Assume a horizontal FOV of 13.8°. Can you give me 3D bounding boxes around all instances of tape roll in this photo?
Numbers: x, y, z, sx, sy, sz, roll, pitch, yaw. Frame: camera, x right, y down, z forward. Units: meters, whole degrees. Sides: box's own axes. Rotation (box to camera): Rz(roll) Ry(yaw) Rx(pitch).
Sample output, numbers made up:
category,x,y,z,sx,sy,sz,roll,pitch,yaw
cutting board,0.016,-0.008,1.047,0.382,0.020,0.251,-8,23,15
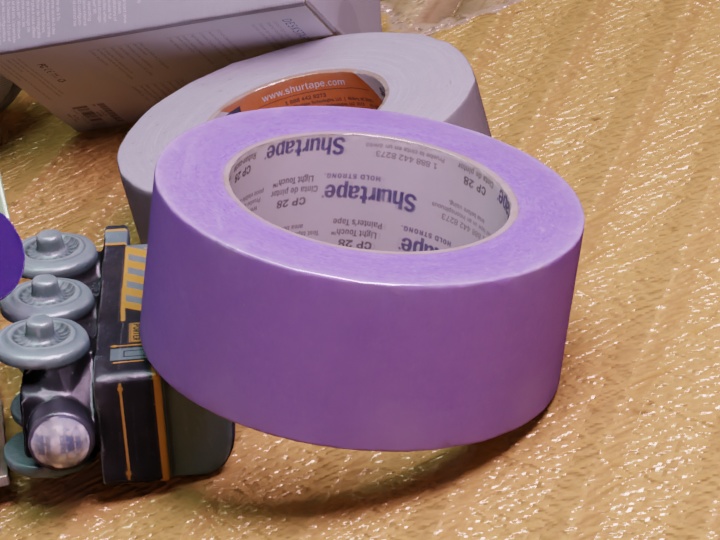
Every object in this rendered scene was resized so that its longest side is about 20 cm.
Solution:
category,x,y,z,sx,sy,sz,roll,pitch,yaw
tape roll,0.000,0.000,1.375,0.200,0.085,0.200,5,26,-3
tape roll,-0.028,-0.058,1.603,0.200,0.066,0.200,-12,26,6

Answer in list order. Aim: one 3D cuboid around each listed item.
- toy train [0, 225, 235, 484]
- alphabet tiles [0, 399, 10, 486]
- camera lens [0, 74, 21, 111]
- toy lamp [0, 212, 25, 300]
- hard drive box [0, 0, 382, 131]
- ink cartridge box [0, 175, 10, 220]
category,x,y,z,sx,sy,sz,roll,pitch,yaw
toy train,-0.117,0.039,1.450,0.114,0.085,0.200,-3,24,-2
alphabet tiles,-0.252,0.106,1.432,0.167,0.008,0.200,-12,21,-5
camera lens,-0.307,-0.146,1.801,0.160,0.160,0.200,6,22,38
toy lamp,-0.225,0.022,1.479,0.058,0.058,0.200,-32,1,-31
hard drive box,-0.103,-0.151,1.731,0.200,0.077,0.156,-7,-16,15
ink cartridge box,-0.294,-0.038,1.660,0.200,0.059,0.104,-15,68,3
